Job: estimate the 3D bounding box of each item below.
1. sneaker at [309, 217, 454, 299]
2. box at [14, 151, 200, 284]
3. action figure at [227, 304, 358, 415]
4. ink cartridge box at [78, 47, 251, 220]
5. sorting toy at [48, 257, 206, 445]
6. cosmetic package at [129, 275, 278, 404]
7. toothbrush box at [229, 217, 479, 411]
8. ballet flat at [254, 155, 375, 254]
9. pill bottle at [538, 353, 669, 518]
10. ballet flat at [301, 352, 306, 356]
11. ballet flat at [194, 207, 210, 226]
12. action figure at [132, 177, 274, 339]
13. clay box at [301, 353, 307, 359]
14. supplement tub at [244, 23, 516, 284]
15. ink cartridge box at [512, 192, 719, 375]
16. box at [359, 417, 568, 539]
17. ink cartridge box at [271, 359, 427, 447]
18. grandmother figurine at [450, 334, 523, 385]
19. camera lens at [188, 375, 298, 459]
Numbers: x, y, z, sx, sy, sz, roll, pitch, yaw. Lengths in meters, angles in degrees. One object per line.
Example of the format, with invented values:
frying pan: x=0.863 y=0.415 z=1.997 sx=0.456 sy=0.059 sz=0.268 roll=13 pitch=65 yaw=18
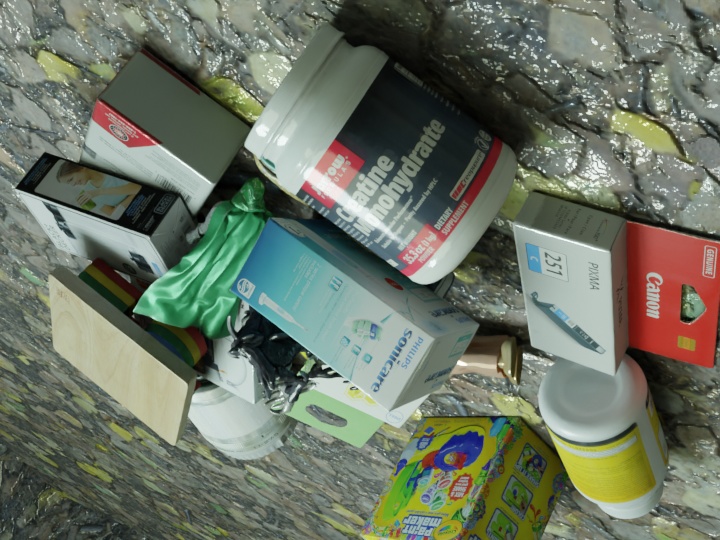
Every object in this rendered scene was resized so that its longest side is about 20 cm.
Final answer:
sneaker: x=-0.001 y=0.001 z=1.079 sx=0.146 sy=0.077 sz=0.202 roll=40 pitch=153 yaw=-20
box: x=-0.276 y=-0.052 z=1.115 sx=0.198 sy=0.060 sz=0.117 roll=20 pitch=152 yaw=24
action figure: x=-0.078 y=0.088 z=1.034 sx=0.199 sy=0.120 sz=0.102 roll=12 pitch=146 yaw=-44
ink cartridge box: x=-0.222 y=-0.128 z=1.089 sx=0.144 sy=0.084 sz=0.200 roll=36 pitch=152 yaw=-9
sorting toy: x=-0.265 y=0.088 z=1.166 sx=0.198 sy=0.070 sz=0.200 roll=37 pitch=148 yaw=7
cosmetic package: x=-0.189 y=0.052 z=1.186 sx=0.199 sy=0.052 sz=0.152 roll=22 pitch=126 yaw=28
toothbrush box: x=-0.002 y=0.037 z=0.964 sx=0.199 sy=0.086 sz=0.146 roll=37 pitch=-165 yaw=19
ballet flat: x=-0.017 y=-0.075 z=0.980 sx=0.199 sy=0.071 sz=0.071 roll=33 pitch=153 yaw=-4
pill bottle: x=0.265 y=0.180 z=1.055 sx=0.111 sy=0.113 sz=0.201 roll=10 pitch=145 yaw=36
ballet flat: x=-0.119 y=0.071 z=1.223 sx=0.199 sy=0.067 sz=0.067 roll=6 pitch=144 yaw=42
ballet flat: x=-0.217 y=-0.058 z=1.232 sx=0.199 sy=0.071 sz=0.071 roll=28 pitch=152 yaw=10
action figure: x=-0.146 y=-0.018 z=1.032 sx=0.117 sy=0.055 sz=0.201 roll=13 pitch=130 yaw=-31
clay box: x=-0.045 y=0.080 z=1.284 sx=0.114 sy=0.048 sz=0.200 roll=-4 pitch=134 yaw=49
supplement tub: x=0.018 y=-0.096 z=0.832 sx=0.199 sy=0.141 sz=0.140 roll=35 pitch=153 yaw=-6
ink cartridge box: x=0.236 y=0.027 z=0.912 sx=0.175 sy=0.045 sz=0.201 roll=18 pitch=150 yaw=28
box: x=0.137 y=0.307 z=1.307 sx=0.122 sy=0.194 sz=0.199 roll=44 pitch=150 yaw=-23
ink cartridge box: x=-0.009 y=0.155 z=1.252 sx=0.145 sy=0.048 sz=0.201 roll=27 pitch=123 yaw=-16
grandmother figurine: x=0.081 y=0.097 z=1.122 sx=0.198 sy=0.061 sz=0.121 roll=3 pitch=153 yaw=20
camera lens: x=-0.187 y=0.162 z=1.443 sx=0.159 sy=0.161 sz=0.201 roll=14 pitch=148 yaw=31
